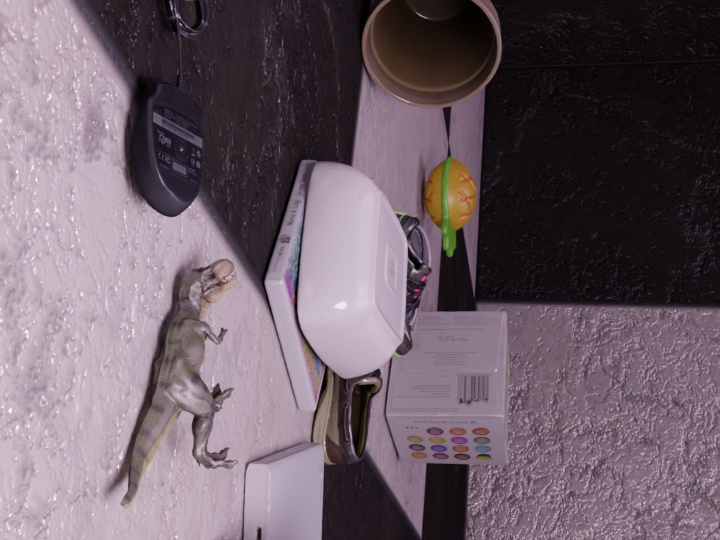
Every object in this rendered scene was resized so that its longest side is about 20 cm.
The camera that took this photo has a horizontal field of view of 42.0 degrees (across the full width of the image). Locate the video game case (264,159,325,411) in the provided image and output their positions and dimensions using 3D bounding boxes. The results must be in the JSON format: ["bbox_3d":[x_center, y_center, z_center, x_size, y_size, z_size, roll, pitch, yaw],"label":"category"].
[{"bbox_3d":[-0.057,0.017,1.010,0.202,0.023,0.184,80,16,-44],"label":"video game case"}]

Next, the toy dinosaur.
[{"bbox_3d":[-0.119,0.090,0.656,0.089,0.047,0.202,58,32,-43],"label":"toy dinosaur"}]

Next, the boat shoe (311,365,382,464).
[{"bbox_3d":[-0.004,0.130,1.107,0.073,0.064,0.204,32,63,-57],"label":"boat shoe"}]

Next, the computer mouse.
[{"bbox_3d":[-0.132,-0.132,0.632,0.058,0.034,0.204,29,56,-56],"label":"computer mouse"}]

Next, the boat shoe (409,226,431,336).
[{"bbox_3d":[0.076,0.006,1.519,0.093,0.073,0.204,81,14,-69],"label":"boat shoe"}]

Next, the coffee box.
[{"bbox_3d":[0.161,0.209,1.652,0.199,0.196,0.203,74,19,-54],"label":"coffee box"}]

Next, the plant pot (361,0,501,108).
[{"bbox_3d":[0.108,-0.370,1.365,0.202,0.196,0.175,78,16,-46],"label":"plant pot"}]

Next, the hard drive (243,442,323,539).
[{"bbox_3d":[-0.074,0.248,0.933,0.200,0.026,0.135,22,70,-77],"label":"hard drive"}]

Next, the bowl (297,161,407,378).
[{"bbox_3d":[0.000,0.000,1.011,0.200,0.073,0.203,56,35,-60],"label":"bowl"}]

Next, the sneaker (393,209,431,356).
[{"bbox_3d":[0.055,0.020,1.267,0.077,0.082,0.204,-48,135,-72],"label":"sneaker"}]

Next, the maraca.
[{"bbox_3d":[0.184,-0.133,1.930,0.137,0.105,0.204,40,52,-66],"label":"maraca"}]

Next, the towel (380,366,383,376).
[{"bbox_3d":[-0.003,0.104,1.258,0.191,0.032,0.203,-63,150,-65],"label":"towel"}]
